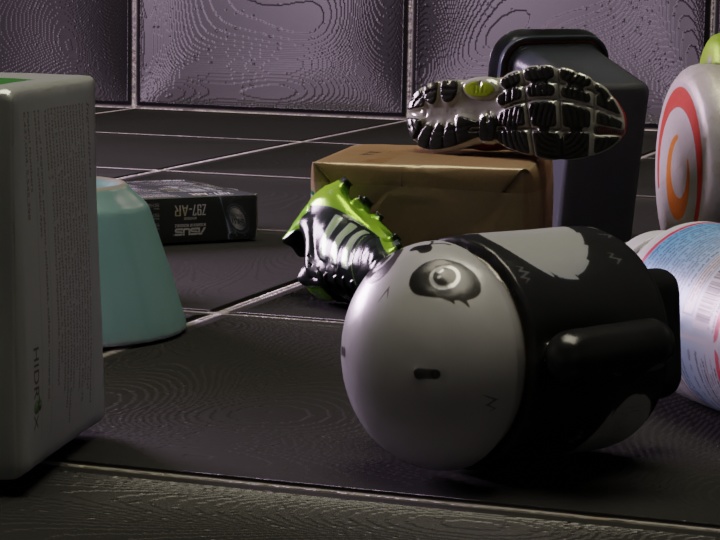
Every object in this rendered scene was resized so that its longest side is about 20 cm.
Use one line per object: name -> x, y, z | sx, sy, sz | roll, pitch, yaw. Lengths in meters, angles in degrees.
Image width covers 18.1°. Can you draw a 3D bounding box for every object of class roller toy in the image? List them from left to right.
roller toy -> 0.333, -0.080, 1.896 | 0.139, 0.201, 0.183 | 0, 38, -8

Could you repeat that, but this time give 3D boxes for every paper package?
paper package -> 0.060, -0.046, 1.896 | 0.189, 0.104, 0.200 | 2, 9, 9

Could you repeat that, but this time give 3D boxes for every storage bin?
storage bin -> 0.189, -0.115, 2.128 | 0.145, 0.201, 0.134 | -2, 18, -23

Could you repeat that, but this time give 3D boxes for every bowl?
bowl -> -0.221, -0.011, 1.602 | 0.199, 0.106, 0.201 | 2, 8, 0

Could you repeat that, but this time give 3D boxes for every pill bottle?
pill bottle -> 0.222, 0.029, 1.356 | 0.108, 0.110, 0.200 | -2, 9, -19

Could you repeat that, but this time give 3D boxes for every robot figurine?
robot figurine -> 0.083, 0.038, 1.202 | 0.199, 0.125, 0.150 | -5, -34, -38

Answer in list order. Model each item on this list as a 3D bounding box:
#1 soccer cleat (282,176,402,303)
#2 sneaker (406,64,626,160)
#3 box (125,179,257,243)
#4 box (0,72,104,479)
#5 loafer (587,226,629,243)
soccer cleat -> 0.000, 0.000, 1.722 | 0.067, 0.081, 0.200 | 41, 5, -32
sneaker -> 0.138, -0.133, 1.895 | 0.199, 0.078, 0.085 | 6, 4, 32
box -> -0.219, -0.056, 2.140 | 0.199, 0.044, 0.160 | -4, 9, -31
box -> -0.249, -0.004, 1.193 | 0.197, 0.202, 0.171 | 1, 6, 8
loafer -> 0.171, 0.004, 1.656 | 0.072, 0.073, 0.200 | -3, 8, -18
